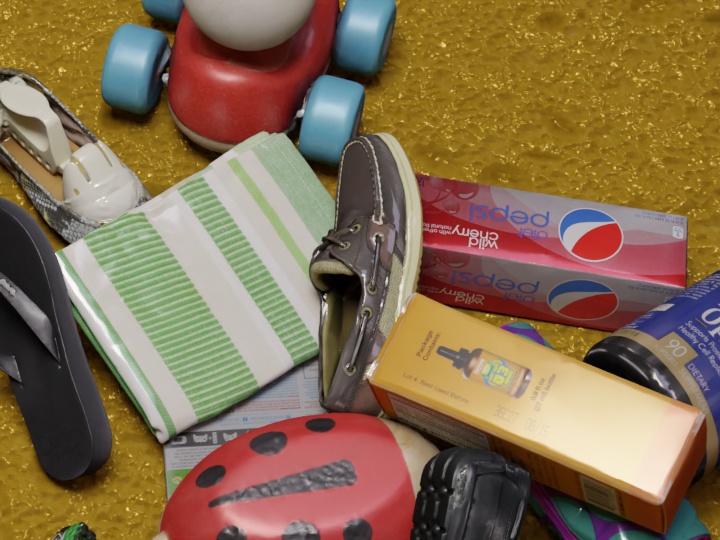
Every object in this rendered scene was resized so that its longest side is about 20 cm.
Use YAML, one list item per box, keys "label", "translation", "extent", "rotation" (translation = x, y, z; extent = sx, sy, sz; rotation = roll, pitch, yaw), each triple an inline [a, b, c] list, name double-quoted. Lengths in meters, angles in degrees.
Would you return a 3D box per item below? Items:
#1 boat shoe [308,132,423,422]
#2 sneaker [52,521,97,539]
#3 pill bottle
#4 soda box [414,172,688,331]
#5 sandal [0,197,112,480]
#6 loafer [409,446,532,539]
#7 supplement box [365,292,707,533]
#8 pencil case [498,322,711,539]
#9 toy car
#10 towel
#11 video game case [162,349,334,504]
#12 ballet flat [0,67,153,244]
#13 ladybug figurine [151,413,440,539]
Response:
- label: "boat shoe"
  translation: [0.000, 0.000, 1.284]
  extent: [0.065, 0.073, 0.201]
  rotation: [7, 67, -29]
- label: "sneaker"
  translation: [-0.194, 0.231, 1.148]
  extent: [0.085, 0.078, 0.200]
  rotation: [-11, 39, 21]
- label: "pill bottle"
  translation: [0.253, 0.055, 1.298]
  extent: [0.200, 0.112, 0.112]
  rotation: [-29, 63, -23]
- label: "soda box"
  translation: [0.123, -0.010, 1.353]
  extent: [0.199, 0.070, 0.064]
  rotation: [8, 55, -1]
- label: "sandal"
  translation: [-0.217, 0.039, 1.249]
  extent: [0.043, 0.076, 0.200]
  rotation: [-11, 70, -50]
- label: "loafer"
  translation: [0.058, 0.207, 1.163]
  extent: [0.070, 0.068, 0.201]
  rotation: [15, 86, -23]
- label: "supplement box"
  translation: [0.107, 0.087, 1.191]
  extent: [0.200, 0.069, 0.067]
  rotation: [23, 72, 18]
- label: "pencil case"
  translation: [0.135, 0.130, 1.250]
  extent: [0.092, 0.085, 0.200]
  rotation: [-22, 59, -33]
- label: "toy car"
  translation: [-0.073, -0.201, 1.376]
  extent: [0.184, 0.200, 0.177]
  rotation: [16, 55, 4]
- label: "towel"
  translation: [-0.092, 0.007, 1.304]
  extent: [0.200, 0.023, 0.153]
  rotation: [-31, 83, -27]
- label: "video game case"
  translation: [-0.055, 0.136, 1.265]
  extent: [0.143, 0.018, 0.200]
  rotation: [-2, 55, -9]
- label: "ballet flat"
  translation: [-0.206, -0.074, 1.363]
  extent: [0.072, 0.072, 0.200]
  rotation: [-37, 67, -27]
- label: "ladybug figurine"
  translation: [-0.031, 0.147, 1.205]
  extent: [0.200, 0.072, 0.136]
  rotation: [-15, 59, -16]
